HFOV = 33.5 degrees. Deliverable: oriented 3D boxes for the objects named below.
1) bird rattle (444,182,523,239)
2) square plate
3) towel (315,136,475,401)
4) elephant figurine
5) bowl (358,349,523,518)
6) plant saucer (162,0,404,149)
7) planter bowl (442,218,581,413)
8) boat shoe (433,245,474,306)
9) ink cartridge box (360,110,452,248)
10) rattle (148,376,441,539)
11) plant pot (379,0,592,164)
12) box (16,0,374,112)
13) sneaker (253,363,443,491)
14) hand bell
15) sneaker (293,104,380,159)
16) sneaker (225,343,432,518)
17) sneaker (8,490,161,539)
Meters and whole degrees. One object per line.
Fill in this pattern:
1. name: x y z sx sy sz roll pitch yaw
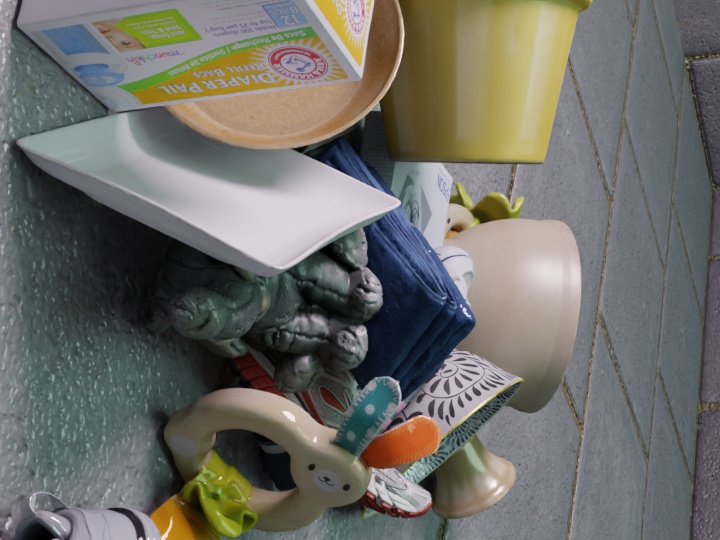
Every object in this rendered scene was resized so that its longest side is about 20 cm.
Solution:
1. bird rattle: 0.108 -0.002 1.377 0.162 0.111 0.203 13 88 -53
2. square plate: -0.095 -0.055 0.800 0.200 0.196 0.029 -32 144 -62
3. towel: 0.000 0.000 0.919 0.048 0.112 0.201 16 31 -46
4. elephant figurine: -0.090 0.005 0.832 0.198 0.154 0.144 12 62 -43
5. bowl: 0.052 0.135 1.142 0.095 0.201 0.200 50 20 14
6. plant saucer: -0.067 -0.169 0.881 0.036 0.197 0.203 98 0 -65
7. planter bowl: 0.127 0.038 1.241 0.200 0.133 0.204 -171 -90 -78
8. boat shoe: 0.062 0.037 1.050 0.199 0.066 0.074 -32 144 -53
9. ink cartridge box: 0.034 -0.018 1.100 0.199 0.040 0.203 35 63 -69
10. rattle: -0.056 0.154 0.817 0.143 0.197 0.132 -41 125 -60
11. plant pot: 0.089 -0.182 0.966 0.200 0.198 0.192 -10 102 -65
12. box: -0.100 -0.182 0.766 0.112 0.197 0.103 44 48 -56
13. sneaker: -0.002 0.127 1.038 0.198 0.070 0.083 -28 115 -27
14. hand bell: 0.084 0.157 1.300 0.202 0.103 0.104 64 31 -18
15. sneaker: -0.026 -0.109 1.078 0.200 0.073 0.081 -33 122 -63
16. sneaker: -0.015 0.110 0.928 0.082 0.200 0.078 -42 172 -12
17. sneaker: -0.176 0.230 0.702 0.115 0.074 0.203 44 43 -55
